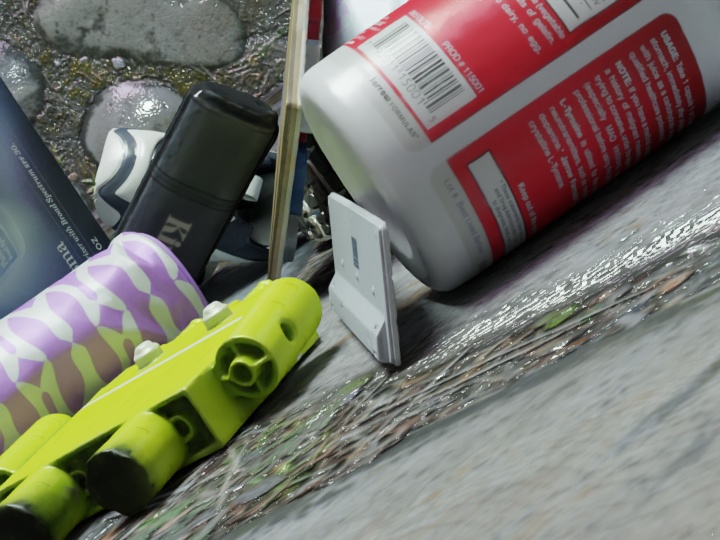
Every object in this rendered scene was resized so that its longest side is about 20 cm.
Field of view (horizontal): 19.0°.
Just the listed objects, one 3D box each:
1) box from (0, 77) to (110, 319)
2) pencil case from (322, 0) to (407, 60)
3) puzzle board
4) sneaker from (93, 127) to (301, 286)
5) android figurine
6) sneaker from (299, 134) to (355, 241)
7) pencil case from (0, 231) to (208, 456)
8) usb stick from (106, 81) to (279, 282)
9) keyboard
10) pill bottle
[{"bbox_3d":[-0.262,0.019,1.324,0.123,0.200,0.198,-23,14,50],"label":"box"},{"bbox_3d":[0.024,-0.176,1.171,0.091,0.083,0.201,-28,52,58],"label":"pencil case"},{"bbox_3d":[-0.034,-0.099,1.166,0.151,0.017,0.200,98,176,-45],"label":"puzzle board"},{"bbox_3d":[-0.085,-0.030,1.393,0.199,0.129,0.080,73,-151,-64],"label":"sneaker"},{"bbox_3d":[-0.091,0.061,0.981,0.182,0.041,0.200,-29,11,31],"label":"android figurine"},{"bbox_3d":[0.037,-0.082,1.258,0.200,0.079,0.090,-39,-26,28],"label":"sneaker"},{"bbox_3d":[-0.164,0.064,1.082,0.200,0.086,0.084,-38,2,-22],"label":"pencil case"},{"bbox_3d":[-0.107,-0.013,1.158,0.200,0.055,0.033,-60,25,25],"label":"usb stick"},{"bbox_3d":[0.000,0.000,0.927,0.011,0.057,0.200,-1,6,-7],"label":"keyboard"},{"bbox_3d":[0.083,-0.089,0.911,0.200,0.112,0.112,-34,8,-6],"label":"pill bottle"}]
